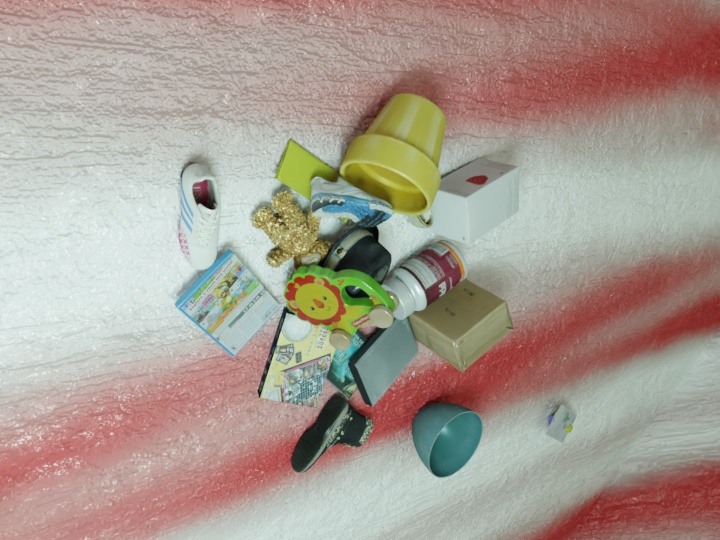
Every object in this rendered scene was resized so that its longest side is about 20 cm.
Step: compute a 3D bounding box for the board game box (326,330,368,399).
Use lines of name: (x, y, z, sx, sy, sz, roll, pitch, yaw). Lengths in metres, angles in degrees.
board game box: (-0.039, 0.202, 1.452, 0.135, 0.028, 0.200, -49, 132, -11)

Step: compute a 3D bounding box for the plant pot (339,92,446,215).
plant pot: (0.083, -0.241, 1.244, 0.201, 0.200, 0.190, 39, 69, -42)

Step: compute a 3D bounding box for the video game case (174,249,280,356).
video game case: (-0.253, 0.068, 1.207, 0.143, 0.018, 0.200, -47, 141, -12)

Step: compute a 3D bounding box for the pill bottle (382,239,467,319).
pill bottle: (0.147, 0.023, 1.460, 0.199, 0.114, 0.115, -33, 127, -22)

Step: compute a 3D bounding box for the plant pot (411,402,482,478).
plant pot: (0.218, 0.443, 1.696, 0.199, 0.134, 0.202, -17, 120, -32)

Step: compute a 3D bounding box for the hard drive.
hard drive: (0.059, 0.210, 1.497, 0.200, 0.033, 0.140, -45, 129, -33)

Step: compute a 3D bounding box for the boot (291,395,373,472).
boot: (-0.063, 0.418, 1.504, 0.204, 0.073, 0.154, -55, 135, -5)

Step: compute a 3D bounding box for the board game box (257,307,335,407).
board game box: (-0.131, 0.193, 1.343, 0.134, 0.035, 0.202, 15, 101, -22)

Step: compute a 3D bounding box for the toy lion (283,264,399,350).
toy lion: (-0.051, 0.059, 1.240, 0.192, 0.199, 0.069, 46, 39, -16)

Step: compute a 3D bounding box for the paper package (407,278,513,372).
paper package: (0.241, 0.122, 1.521, 0.190, 0.200, 0.104, -34, 127, -21)

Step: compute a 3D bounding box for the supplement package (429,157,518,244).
supplement package: (0.266, -0.166, 1.448, 0.199, 0.121, 0.121, -32, 128, -33)

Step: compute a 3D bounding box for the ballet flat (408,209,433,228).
ballet flat: (0.127, -0.182, 1.384, 0.067, 0.062, 0.201, -37, 128, -20)

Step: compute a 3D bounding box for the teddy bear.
teddy bear: (-0.131, -0.068, 1.228, 0.144, 0.067, 0.201, -31, 126, -21)

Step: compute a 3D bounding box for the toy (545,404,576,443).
toy: (0.699, 0.536, 2.182, 0.200, 0.047, 0.116, 34, 84, -46)

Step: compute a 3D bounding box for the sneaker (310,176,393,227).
sneaker: (-0.016, -0.147, 1.241, 0.199, 0.087, 0.075, 11, 142, -38)

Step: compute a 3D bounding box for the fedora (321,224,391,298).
fedora: (0.000, 0.000, 1.309, 0.200, 0.091, 0.201, -42, 152, -29)

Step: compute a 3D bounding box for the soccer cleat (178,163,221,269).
soccer cleat: (-0.281, -0.085, 1.087, 0.069, 0.086, 0.202, -15, 119, -32)

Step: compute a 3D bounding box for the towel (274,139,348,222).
towel: (-0.085, -0.176, 1.240, 0.199, 0.018, 0.087, 30, 71, -42)
